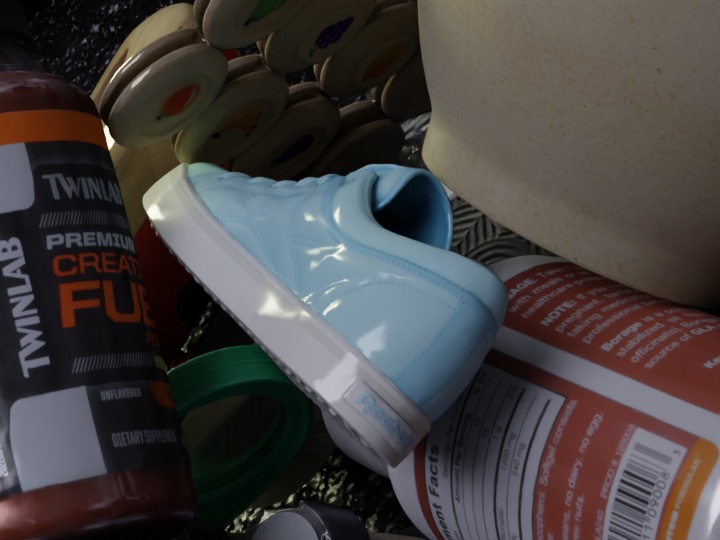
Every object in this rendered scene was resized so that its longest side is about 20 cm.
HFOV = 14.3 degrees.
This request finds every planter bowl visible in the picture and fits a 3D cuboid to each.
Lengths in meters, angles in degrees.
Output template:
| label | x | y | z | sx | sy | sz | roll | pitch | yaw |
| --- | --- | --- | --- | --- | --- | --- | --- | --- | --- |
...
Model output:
| label | x | y | z | sx | sy | sz | roll | pitch | yaw |
| --- | --- | --- | --- | --- | --- | --- | --- | --- | --- |
| planter bowl | 0.101 | -0.072 | 0.981 | 0.200 | 0.200 | 0.135 | 39 | 110 | 42 |

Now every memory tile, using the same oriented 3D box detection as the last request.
| label | x | y | z | sx | sy | sz | roll | pitch | yaw |
| --- | --- | --- | --- | --- | --- | --- | --- | --- | --- |
| memory tile | -0.004 | -0.087 | 1.064 | 0.153 | 0.200 | 0.017 | -44 | 69 | 14 |

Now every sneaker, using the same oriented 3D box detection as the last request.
| label | x | y | z | sx | sy | sz | roll | pitch | yaw |
| --- | --- | --- | --- | --- | --- | --- | --- | --- | --- |
| sneaker | -0.006 | -0.003 | 0.980 | 0.082 | 0.074 | 0.200 | -43 | 35 | -3 |
| sneaker | 0.000 | 0.000 | 1.107 | 0.200 | 0.075 | 0.085 | -38 | 39 | 13 |

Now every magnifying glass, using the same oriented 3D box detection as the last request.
| label | x | y | z | sx | sy | sz | roll | pitch | yaw |
| --- | --- | --- | --- | --- | --- | --- | --- | --- | --- |
| magnifying glass | -0.074 | 0.098 | 1.087 | 0.022 | 0.079 | 0.200 | 59 | 142 | 33 |

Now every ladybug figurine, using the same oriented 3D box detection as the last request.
| label | x | y | z | sx | sy | sz | roll | pitch | yaw |
| --- | --- | --- | --- | --- | --- | --- | --- | --- | --- |
| ladybug figurine | -0.088 | -0.024 | 1.152 | 0.136 | 0.072 | 0.200 | -51 | 14 | 41 |

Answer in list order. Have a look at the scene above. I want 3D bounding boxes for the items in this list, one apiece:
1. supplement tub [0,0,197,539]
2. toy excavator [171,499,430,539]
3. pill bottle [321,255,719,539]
| label | x | y | z | sx | sy | sz | roll | pitch | yaw |
| --- | --- | --- | --- | --- | --- | --- | --- | --- | --- |
| supplement tub | -0.128 | 0.004 | 0.983 | 0.107 | 0.107 | 0.200 | -21 | 79 | 31 |
| toy excavator | -0.050 | 0.191 | 1.056 | 0.194 | 0.100 | 0.201 | -7 | 75 | 39 |
| pill bottle | 0.082 | 0.060 | 0.984 | 0.200 | 0.112 | 0.112 | 23 | 87 | 44 |
